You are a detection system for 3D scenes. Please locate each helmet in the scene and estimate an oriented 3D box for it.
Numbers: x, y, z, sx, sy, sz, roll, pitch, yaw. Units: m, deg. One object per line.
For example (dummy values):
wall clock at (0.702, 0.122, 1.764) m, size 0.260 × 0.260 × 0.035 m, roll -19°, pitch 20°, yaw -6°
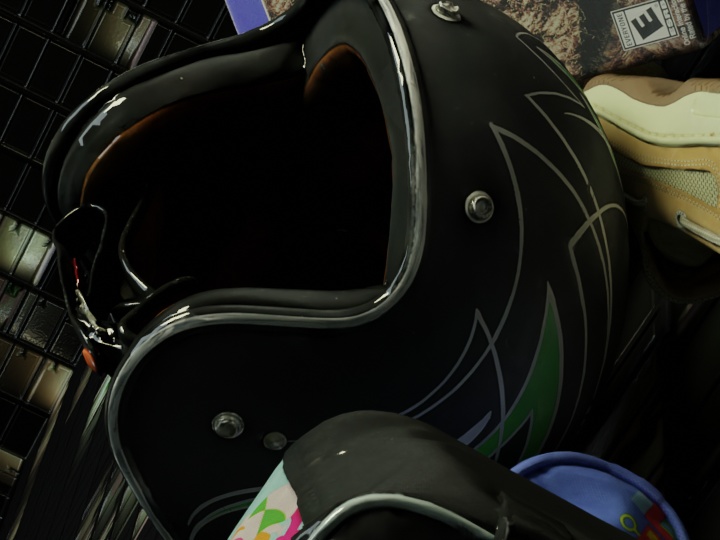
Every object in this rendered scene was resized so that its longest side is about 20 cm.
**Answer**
helmet at (0.000, 0.000, 0.816) m, size 0.190 × 0.201 × 0.200 m, roll -24°, pitch 13°, yaw 1°

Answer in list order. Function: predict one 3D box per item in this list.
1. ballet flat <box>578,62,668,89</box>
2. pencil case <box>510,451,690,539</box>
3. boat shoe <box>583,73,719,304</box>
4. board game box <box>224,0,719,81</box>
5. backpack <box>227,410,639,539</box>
ballet flat at (0.087, -0.071, 1.084) m, size 0.071 × 0.070 × 0.200 m, roll -65°, pitch 10°, yaw -2°
pencil case at (0.034, 0.132, 0.794) m, size 0.087 × 0.078 × 0.200 m, roll -62°, pitch 7°, yaw -34°
boat shoe at (0.114, -0.027, 0.829) m, size 0.200 × 0.071 × 0.077 m, roll -151°, pitch 71°, yaw -82°
board game box at (0.042, -0.153, 0.946) m, size 0.199 × 0.160 × 0.097 m, roll -13°, pitch 15°, yaw 34°
backpack at (0.015, 0.150, 0.551) m, size 0.201 × 0.177 × 0.151 m, roll -62°, pitch 8°, yaw 3°
